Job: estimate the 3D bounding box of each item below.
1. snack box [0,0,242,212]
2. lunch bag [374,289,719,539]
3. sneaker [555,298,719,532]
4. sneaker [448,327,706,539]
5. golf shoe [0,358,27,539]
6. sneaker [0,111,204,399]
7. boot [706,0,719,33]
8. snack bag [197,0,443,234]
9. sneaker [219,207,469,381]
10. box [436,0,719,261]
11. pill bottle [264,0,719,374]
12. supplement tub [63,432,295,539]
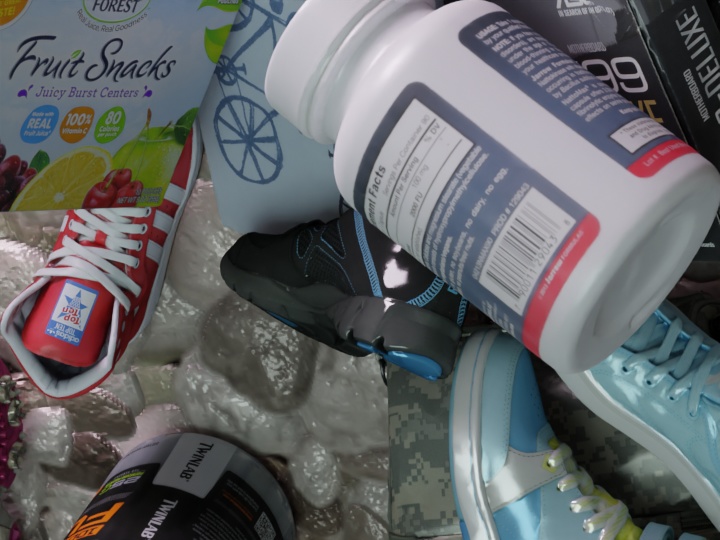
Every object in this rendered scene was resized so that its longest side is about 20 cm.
[{"bbox_3d":[-0.153,-0.101,1.355,0.053,0.200,0.143,33,111,29],"label":"snack box"},{"bbox_3d":[0.114,0.103,1.458,0.199,0.139,0.168,-7,99,20],"label":"lunch bag"},{"bbox_3d":[0.172,0.058,1.335,0.200,0.074,0.082,43,147,-2],"label":"sneaker"},{"bbox_3d":[0.118,0.122,1.350,0.130,0.080,0.201,-6,98,21],"label":"sneaker"},{"bbox_3d":[-0.252,0.132,1.646,0.091,0.075,0.201,15,121,15],"label":"golf shoe"},{"bbox_3d":[-0.142,-0.021,1.494,0.071,0.113,0.201,17,122,10],"label":"sneaker"},{"bbox_3d":[0.194,-0.180,1.297,0.211,0.079,0.158,-17,108,43],"label":"boot"},{"bbox_3d":[-0.018,-0.095,1.423,0.200,0.021,0.189,12,123,41],"label":"snack bag"},{"bbox_3d":[0.000,0.000,1.409,0.073,0.082,0.200,28,174,-34],"label":"sneaker"},{"bbox_3d":[0.102,-0.084,1.359,0.200,0.050,0.158,2,123,51],"label":"box"},{"bbox_3d":[0.058,-0.056,1.280,0.200,0.119,0.120,39,126,19],"label":"pill bottle"},{"bbox_3d":[-0.121,0.191,1.553,0.122,0.200,0.123,8,120,15],"label":"supplement tub"}]
